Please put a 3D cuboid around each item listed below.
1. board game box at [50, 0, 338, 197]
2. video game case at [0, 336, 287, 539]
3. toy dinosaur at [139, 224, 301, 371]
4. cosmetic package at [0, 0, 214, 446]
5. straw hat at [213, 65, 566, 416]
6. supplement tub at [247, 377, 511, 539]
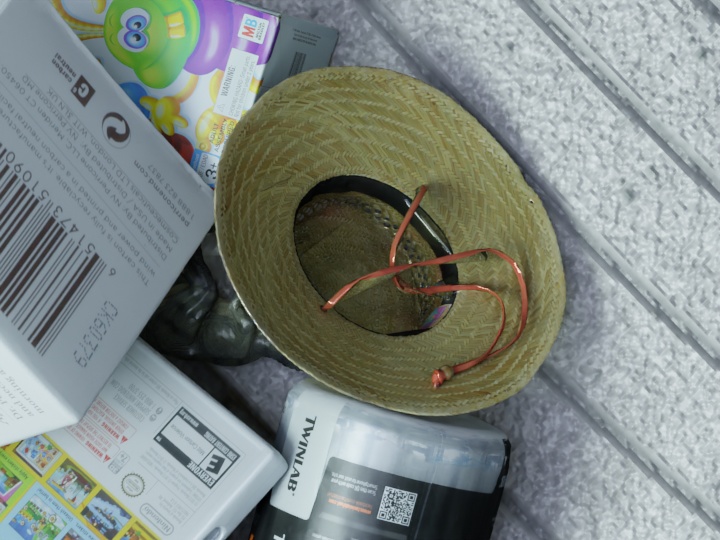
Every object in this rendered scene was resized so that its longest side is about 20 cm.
[{"bbox_3d":[-0.131,-0.112,1.539,0.200,0.105,0.103,19,95,16],"label":"board game box"},{"bbox_3d":[-0.159,0.116,1.495,0.182,0.023,0.200,-48,50,-6],"label":"video game case"},{"bbox_3d":[-0.099,0.013,1.560,0.200,0.047,0.088,-2,95,20],"label":"toy dinosaur"},{"bbox_3d":[-0.215,-0.014,1.454,0.200,0.165,0.165,-17,121,43],"label":"cosmetic package"},{"bbox_3d":[0.000,0.000,1.498,0.201,0.201,0.085,62,148,9],"label":"straw hat"},{"bbox_3d":[-0.002,0.165,1.488,0.122,0.123,0.200,16,93,16],"label":"supplement tub"}]
